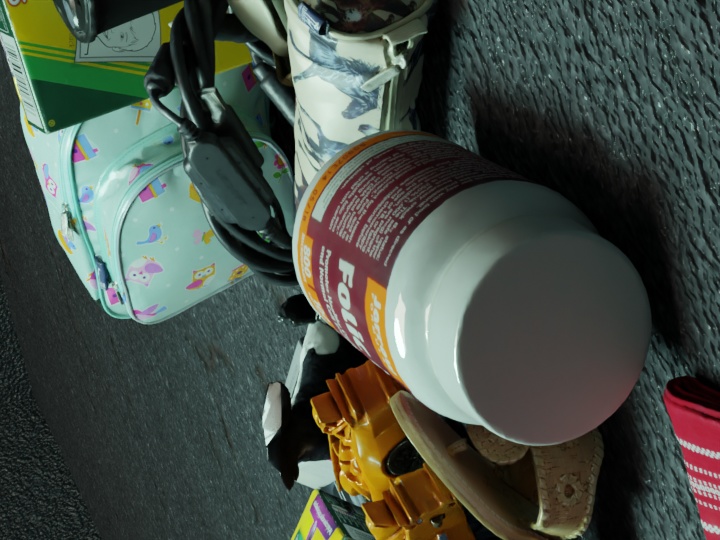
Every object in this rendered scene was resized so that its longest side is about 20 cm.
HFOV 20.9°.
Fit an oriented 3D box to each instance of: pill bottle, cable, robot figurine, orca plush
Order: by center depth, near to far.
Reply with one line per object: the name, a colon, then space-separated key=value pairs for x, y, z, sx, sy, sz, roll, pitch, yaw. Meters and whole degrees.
pill bottle: x=0.049 y=0.006 z=0.921 sx=0.200 sy=0.113 sz=0.115 roll=-145 pitch=37 yaw=-65
robot figurine: x=0.024 y=0.143 z=1.040 sx=0.201 sy=0.058 sz=0.146 roll=80 pitch=166 yaw=-50
orca plush: x=0.000 y=0.050 z=1.114 sx=0.106 sy=0.071 sz=0.200 roll=61 pitch=-157 yaw=6
cable: x=-0.060 y=-0.086 z=1.155 sx=0.200 sy=0.050 sz=0.164 roll=50 pitch=-146 yaw=-42

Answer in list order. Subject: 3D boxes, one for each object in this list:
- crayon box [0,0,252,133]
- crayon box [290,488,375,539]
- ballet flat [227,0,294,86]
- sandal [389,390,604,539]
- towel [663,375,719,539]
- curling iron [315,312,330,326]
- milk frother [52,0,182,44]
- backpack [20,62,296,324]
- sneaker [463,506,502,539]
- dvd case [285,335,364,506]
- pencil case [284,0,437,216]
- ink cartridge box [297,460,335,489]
crayon box: x=-0.149 y=-0.209 z=1.193 sx=0.058 sy=0.171 sz=0.202 roll=28 pitch=136 yaw=65
crayon box: x=-0.032 y=0.243 z=1.252 sx=0.200 sy=0.058 sz=0.174 roll=-161 pitch=94 yaw=-83
ballet flat: x=-0.058 y=-0.190 z=1.111 sx=0.068 sy=0.072 sz=0.202 roll=-31 pitch=78 yaw=50
sandal: x=0.096 y=0.105 z=0.977 sx=0.212 sy=0.069 sz=0.078 roll=48 pitch=-171 yaw=-37
towel: x=0.184 y=0.149 z=0.816 sx=0.144 sy=0.022 sz=0.202 roll=-152 pitch=44 yaw=-69
curling iron: x=0.000 y=0.000 z=1.169 sx=0.200 sy=0.049 sz=0.026 roll=-91 pitch=10 yaw=-74
milk frother: x=-0.066 y=-0.224 z=0.888 sx=0.182 sy=0.187 sz=0.200 roll=69 pitch=165 yaw=-4
backpack: x=-0.135 y=-0.077 z=1.337 sx=0.153 sy=0.175 sz=0.201 roll=47 pitch=158 yaw=49
sneaker: x=0.060 y=0.147 z=1.150 sx=0.200 sy=0.070 sz=0.083 roll=39 pitch=151 yaw=60
dvd case: x=-0.007 y=0.161 z=1.492 sx=0.201 sy=0.025 sz=0.151 roll=64 pitch=164 yaw=17
pencil case: x=0.001 y=-0.084 z=1.044 sx=0.201 sy=0.077 sz=0.090 roll=89 pitch=165 yaw=-50
ink cartridge box: x=-0.007 y=0.086 z=1.282 sx=0.200 sy=0.037 sz=0.096 roll=141 pitch=149 yaw=-72
